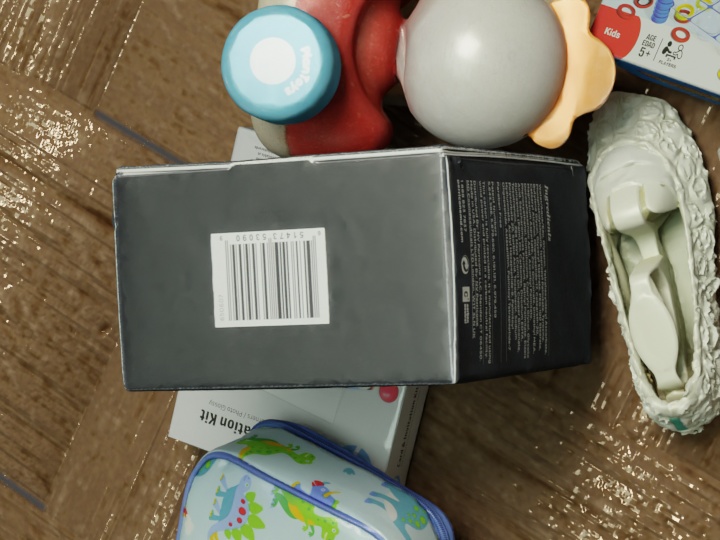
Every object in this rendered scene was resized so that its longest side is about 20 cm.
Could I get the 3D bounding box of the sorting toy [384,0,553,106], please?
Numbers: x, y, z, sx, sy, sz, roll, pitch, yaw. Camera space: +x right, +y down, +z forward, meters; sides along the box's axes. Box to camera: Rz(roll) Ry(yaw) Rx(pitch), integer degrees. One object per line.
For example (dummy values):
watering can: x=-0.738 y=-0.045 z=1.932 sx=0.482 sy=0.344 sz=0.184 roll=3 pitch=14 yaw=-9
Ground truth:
sorting toy: x=0.044 y=-0.196 z=1.338 sx=0.184 sy=0.036 sz=0.202 roll=6 pitch=88 yaw=28

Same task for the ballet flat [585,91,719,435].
ballet flat: x=0.166 y=-0.008 z=1.251 sx=0.071 sy=0.072 sz=0.202 roll=-16 pitch=81 yaw=27

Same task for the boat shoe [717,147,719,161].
boat shoe: x=0.284 y=-0.060 z=1.182 sx=0.199 sy=0.074 sz=0.061 roll=-15 pitch=82 yaw=30

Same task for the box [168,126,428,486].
box: x=-0.025 y=0.028 z=1.366 sx=0.155 sy=0.041 sz=0.201 roll=18 pitch=99 yaw=27

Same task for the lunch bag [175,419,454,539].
lunch bag: x=-0.034 y=0.204 z=1.324 sx=0.160 sy=0.082 sz=0.201 roll=24 pitch=116 yaw=25

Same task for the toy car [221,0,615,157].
toy car: x=0.045 y=-0.138 z=1.229 sx=0.198 sy=0.184 sz=0.178 roll=9 pitch=89 yaw=9

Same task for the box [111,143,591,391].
box: x=0.000 y=0.000 z=1.221 sx=0.199 sy=0.196 sz=0.125 roll=-3 pitch=91 yaw=27

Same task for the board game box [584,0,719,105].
board game box: x=0.239 y=-0.175 z=1.172 sx=0.199 sy=0.056 sz=0.197 roll=25 pitch=94 yaw=44
